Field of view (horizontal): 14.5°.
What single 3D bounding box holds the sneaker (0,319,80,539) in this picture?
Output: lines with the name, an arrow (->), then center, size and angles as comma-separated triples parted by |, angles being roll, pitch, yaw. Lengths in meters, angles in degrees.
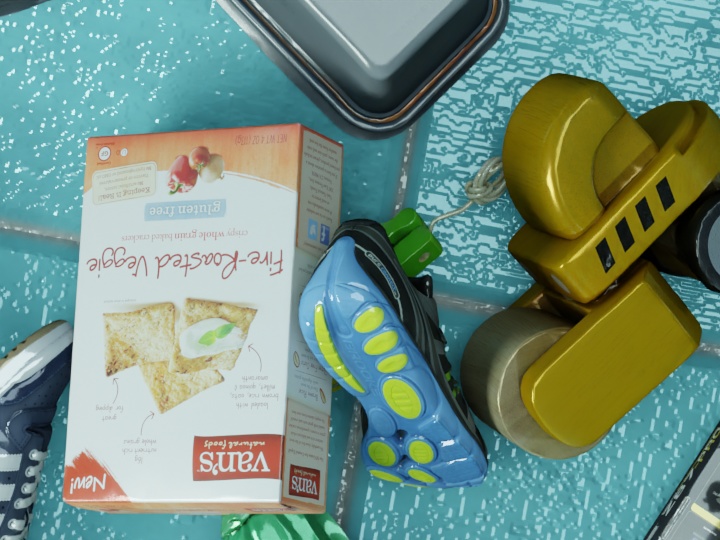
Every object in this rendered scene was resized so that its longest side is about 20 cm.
sneaker -> -0.191, 0.130, 1.525 | 0.108, 0.070, 0.200 | 40, 94, 5

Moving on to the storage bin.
storage bin -> -0.008, -0.183, 1.509 | 0.146, 0.134, 0.200 | -43, 91, -2

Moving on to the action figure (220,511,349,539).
action figure -> -0.018, 0.192, 1.537 | 0.118, 0.055, 0.201 | -34, 93, 0

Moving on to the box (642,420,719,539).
box -> 0.266, 0.163, 1.549 | 0.199, 0.049, 0.162 | 33, 85, -1

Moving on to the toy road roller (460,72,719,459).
toy road roller -> 0.117, -0.014, 1.499 | 0.200, 0.123, 0.146 | -44, 104, -5

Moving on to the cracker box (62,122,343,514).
cracker box -> -0.083, 0.028, 1.498 | 0.133, 0.058, 0.201 | -3, 79, 26

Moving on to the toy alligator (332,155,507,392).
toy alligator -> 0.000, 0.000, 1.546 | 0.200, 0.059, 0.054 | -46, 49, -3

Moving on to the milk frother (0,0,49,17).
milk frother -> -0.273, -0.218, 1.516 | 0.199, 0.180, 0.189 | -16, 88, 41

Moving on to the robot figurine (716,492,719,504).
robot figurine -> 0.278, 0.163, 1.484 | 0.199, 0.058, 0.145 | 31, 67, -4

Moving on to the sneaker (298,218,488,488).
sneaker -> 0.026, 0.049, 1.490 | 0.070, 0.200, 0.083 | -1, 50, 23
